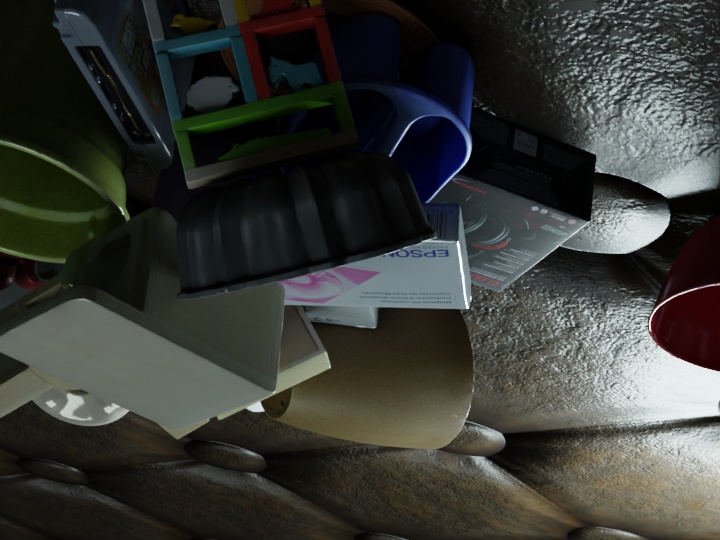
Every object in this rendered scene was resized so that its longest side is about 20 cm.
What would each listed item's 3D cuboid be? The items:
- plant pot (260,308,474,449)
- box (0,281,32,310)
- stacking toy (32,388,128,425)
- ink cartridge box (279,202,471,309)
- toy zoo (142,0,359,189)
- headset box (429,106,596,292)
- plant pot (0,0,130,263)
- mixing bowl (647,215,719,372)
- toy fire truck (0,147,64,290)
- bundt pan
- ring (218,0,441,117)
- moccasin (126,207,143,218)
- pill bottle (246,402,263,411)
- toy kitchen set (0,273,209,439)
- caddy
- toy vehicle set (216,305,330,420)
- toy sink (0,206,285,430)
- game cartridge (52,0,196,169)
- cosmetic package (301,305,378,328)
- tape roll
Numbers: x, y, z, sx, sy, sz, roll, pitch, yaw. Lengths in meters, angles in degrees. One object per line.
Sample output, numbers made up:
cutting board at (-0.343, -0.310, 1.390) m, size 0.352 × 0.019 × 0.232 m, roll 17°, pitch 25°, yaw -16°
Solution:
plant pot at (-0.008, 0.112, 1.324) m, size 0.198 × 0.189 × 0.186 m, roll -2°, pitch 162°, yaw -30°
box at (-0.371, -0.007, 1.299) m, size 0.106 × 0.202 × 0.152 m, roll 24°, pitch 150°, yaw -24°
stacking toy at (-0.314, 0.074, 1.454) m, size 0.144 × 0.201 × 0.147 m, roll 5°, pitch 125°, yaw 7°
ink cartridge box at (0.000, 0.000, 1.089) m, size 0.194 × 0.044 × 0.200 m, roll 1°, pitch 154°, yaw 10°
toy zoo at (-0.088, -0.171, 0.886) m, size 0.130 × 0.202 × 0.020 m, roll -13°, pitch 170°, yaw -7°
headset box at (0.107, -0.059, 1.140) m, size 0.147 × 0.076 × 0.200 m, roll 19°, pitch 152°, yaw -15°
plant pot at (-0.270, -0.134, 1.027) m, size 0.198 × 0.186 × 0.201 m, roll 9°, pitch 153°, yaw 5°
mixing bowl at (0.374, 0.011, 1.130) m, size 0.198 × 0.109 × 0.201 m, roll 9°, pitch 154°, yaw 5°
toy fire truck at (-0.317, -0.063, 1.173) m, size 0.111 × 0.170 × 0.199 m, roll -10°, pitch 169°, yaw 36°
bundt pan at (-0.047, -0.038, 0.897) m, size 0.200 × 0.077 × 0.202 m, roll -14°, pitch -176°, yaw 1°
ring at (-0.022, -0.182, 1.018) m, size 0.198 × 0.019 × 0.201 m, roll 9°, pitch 154°, yaw 4°
moccasin at (-0.201, -0.024, 1.340) m, size 0.200 × 0.074 × 0.078 m, roll 26°, pitch 144°, yaw -24°
pill bottle at (-0.168, 0.084, 1.410) m, size 0.199 × 0.109 × 0.109 m, roll 29°, pitch 169°, yaw 41°
toy kitchen set at (-0.281, 0.080, 1.162) m, size 0.179 × 0.164 × 0.200 m, roll -30°, pitch 141°, yaw 6°
caddy at (0.012, -0.114, 0.995) m, size 0.140 × 0.106 × 0.200 m, roll 18°, pitch 153°, yaw -14°
toy vehicle set at (-0.125, 0.050, 1.243) m, size 0.123 × 0.201 × 0.027 m, roll -23°, pitch 138°, yaw -10°
toy sink at (-0.177, 0.032, 0.982) m, size 0.130 × 0.113 × 0.199 m, roll -24°, pitch 139°, yaw 37°
game cartridge at (-0.177, -0.188, 0.939) m, size 0.041 × 0.134 × 0.200 m, roll 5°, pitch 153°, yaw 15°
cosmetic package at (-0.024, -0.036, 1.202) m, size 0.080 × 0.114 × 0.200 m, roll 5°, pitch 155°, yaw 10°
tape roll at (-0.128, -0.029, 1.157) m, size 0.084 × 0.202 × 0.201 m, roll 6°, pitch 153°, yaw 11°
